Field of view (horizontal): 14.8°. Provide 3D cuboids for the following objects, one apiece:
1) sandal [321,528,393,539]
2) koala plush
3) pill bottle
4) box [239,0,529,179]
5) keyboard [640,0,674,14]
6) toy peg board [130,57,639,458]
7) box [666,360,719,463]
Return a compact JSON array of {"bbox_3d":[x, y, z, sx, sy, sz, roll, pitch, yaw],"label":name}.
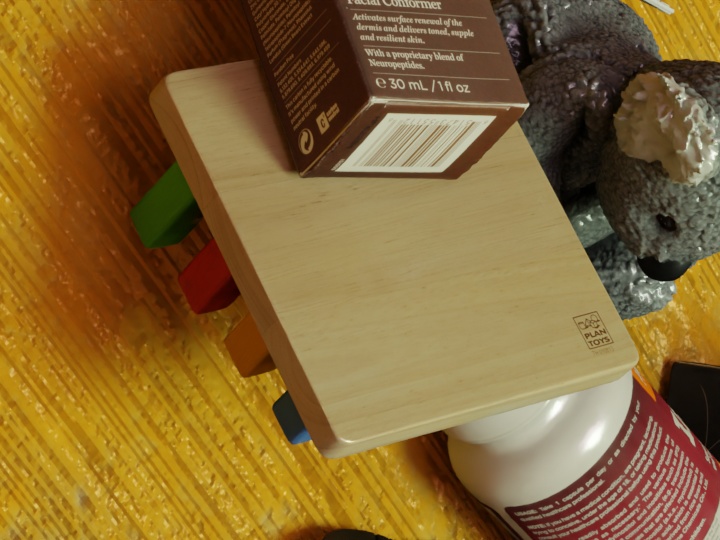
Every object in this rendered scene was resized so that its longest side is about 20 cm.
[{"bbox_3d":[0.052,0.185,1.493,0.199,0.082,0.055,14,102,-42],"label":"sandal"},{"bbox_3d":[0.149,-0.066,1.466,0.177,0.200,0.185,15,85,-40],"label":"koala plush"},{"bbox_3d":[0.121,0.103,1.516,0.200,0.113,0.113,47,65,-34],"label":"pill bottle"},{"bbox_3d":[-0.003,-0.146,1.346,0.100,0.075,0.201,-1,60,-37],"label":"box"},{"bbox_3d":[0.090,-0.182,1.498,0.200,0.056,0.011,22,92,-40],"label":"keyboard"},{"bbox_3d":[0.000,0.000,1.366,0.199,0.098,0.200,-13,68,-39],"label":"toy peg board"},{"bbox_3d":[0.271,0.166,1.594,0.124,0.200,0.198,15,85,-41],"label":"box"}]
